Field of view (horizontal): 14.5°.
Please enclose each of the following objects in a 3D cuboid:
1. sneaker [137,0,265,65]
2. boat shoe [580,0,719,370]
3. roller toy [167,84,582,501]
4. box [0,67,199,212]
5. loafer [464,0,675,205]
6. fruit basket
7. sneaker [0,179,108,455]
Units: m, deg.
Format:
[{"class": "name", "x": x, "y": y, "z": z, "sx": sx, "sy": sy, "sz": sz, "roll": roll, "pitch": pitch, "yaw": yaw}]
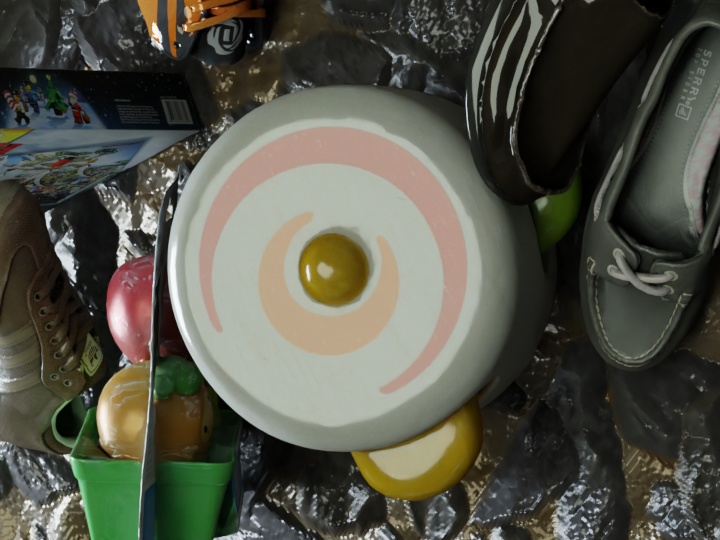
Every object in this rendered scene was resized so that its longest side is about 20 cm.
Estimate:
[{"class": "sneaker", "x": -0.054, "y": -0.160, "z": 1.510, "sx": 0.200, "sy": 0.077, "sz": 0.112, "roll": 27, "pitch": 120, "yaw": 51}, {"class": "boat shoe", "x": 0.148, "y": -0.041, "z": 1.384, "sx": 0.067, "sy": 0.057, "sz": 0.200, "roll": 18, "pitch": 107, "yaw": 10}, {"class": "roller toy", "x": 0.000, "y": 0.000, "z": 1.431, "sx": 0.182, "sy": 0.140, "sz": 0.200, "roll": 20, "pitch": 97, "yaw": 13}, {"class": "box", "x": -0.204, "y": -0.068, "z": 1.551, "sx": 0.136, "sy": 0.200, "sz": 0.038, "roll": -24, "pitch": 78, "yaw": 34}, {"class": "loafer", "x": 0.107, "y": -0.123, "z": 1.336, "sx": 0.071, "sy": 0.073, "sz": 0.200, "roll": 22, "pitch": 105, "yaw": 36}, {"class": "fruit basket", "x": -0.101, "y": 0.053, "z": 1.532, "sx": 0.094, "sy": 0.185, "sz": 0.200, "roll": 8, "pitch": 99, "yaw": -2}, {"class": "sneaker", "x": -0.176, "y": 0.028, "z": 1.601, "sx": 0.075, "sy": 0.070, "sz": 0.200, "roll": 16, "pitch": 141, "yaw": 11}]
